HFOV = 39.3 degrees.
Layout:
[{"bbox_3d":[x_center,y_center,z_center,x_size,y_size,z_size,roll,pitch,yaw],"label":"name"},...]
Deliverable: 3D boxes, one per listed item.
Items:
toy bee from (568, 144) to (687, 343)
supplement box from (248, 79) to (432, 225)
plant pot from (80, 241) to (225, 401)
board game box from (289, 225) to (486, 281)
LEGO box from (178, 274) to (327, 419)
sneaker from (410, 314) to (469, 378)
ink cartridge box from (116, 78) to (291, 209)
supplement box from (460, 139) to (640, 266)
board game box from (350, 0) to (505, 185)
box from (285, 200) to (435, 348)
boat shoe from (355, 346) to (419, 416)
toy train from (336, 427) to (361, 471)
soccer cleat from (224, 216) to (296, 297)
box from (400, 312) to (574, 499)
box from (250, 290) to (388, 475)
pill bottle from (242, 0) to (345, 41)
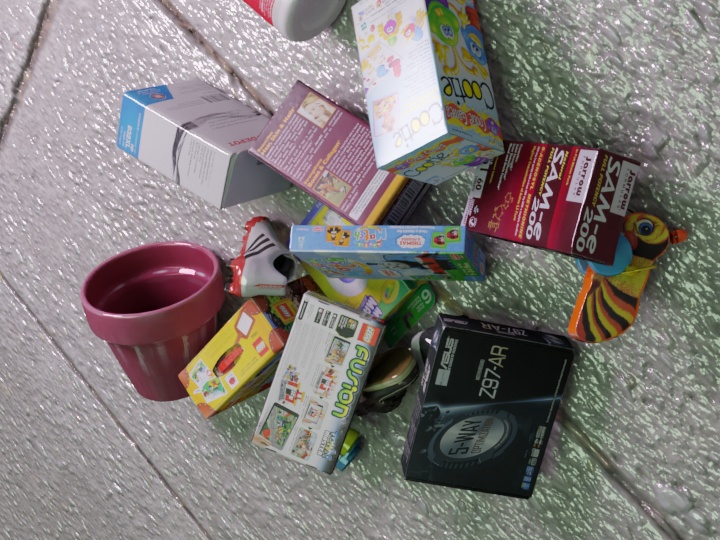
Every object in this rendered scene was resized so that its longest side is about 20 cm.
[{"bbox_3d":[0.284,-0.018,1.054,0.108,0.131,0.201,8,108,1],"label":"toy bee"},{"bbox_3d":[-0.021,-0.131,1.236,0.200,0.086,0.111,35,92,23],"label":"supplement box"},{"bbox_3d":[-0.287,0.083,1.469,0.199,0.200,0.180,15,128,32],"label":"plant pot"},{"bbox_3d":[0.036,-0.019,1.176,0.199,0.151,0.037,2,79,16],"label":"board game box"},{"bbox_3d":[-0.131,0.100,1.373,0.077,0.149,0.200,54,128,11],"label":"LEGO box"},{"bbox_3d":[0.144,0.152,1.233,0.112,0.073,0.201,-29,85,40],"label":"sneaker"},{"bbox_3d":[-0.201,-0.172,1.342,0.200,0.145,0.084,31,121,25],"label":"ink cartridge box"},{"bbox_3d":[0.193,-0.076,1.063,0.200,0.061,0.109,18,94,61],"label":"supplement box"},{"bbox_3d":[0.073,-0.212,1.112,0.105,0.103,0.201,-22,68,39],"label":"board game box"},{"bbox_3d":[0.000,0.000,1.311,0.200,0.048,0.117,49,127,12],"label":"box"},{"bbox_3d":[0.030,0.149,1.307,0.065,0.073,0.200,47,156,-8],"label":"boat shoe"},{"bbox_3d":[-0.050,0.202,1.345,0.116,0.085,0.200,35,158,10],"label":"toy train"},{"bbox_3d":[-0.124,-0.016,1.327,0.085,0.200,0.069,8,112,-1],"label":"soccer cleat"},{"bbox_3d":[0.146,0.161,1.185,0.160,0.044,0.201,11,107,-8],"label":"box"},{"bbox_3d":[-0.050,0.138,1.242,0.110,0.035,0.201,21,98,5],"label":"box"},{"bbox_3d":[-0.117,-0.380,1.236,0.200,0.112,0.112,43,125,19],"label":"pill bottle"}]
